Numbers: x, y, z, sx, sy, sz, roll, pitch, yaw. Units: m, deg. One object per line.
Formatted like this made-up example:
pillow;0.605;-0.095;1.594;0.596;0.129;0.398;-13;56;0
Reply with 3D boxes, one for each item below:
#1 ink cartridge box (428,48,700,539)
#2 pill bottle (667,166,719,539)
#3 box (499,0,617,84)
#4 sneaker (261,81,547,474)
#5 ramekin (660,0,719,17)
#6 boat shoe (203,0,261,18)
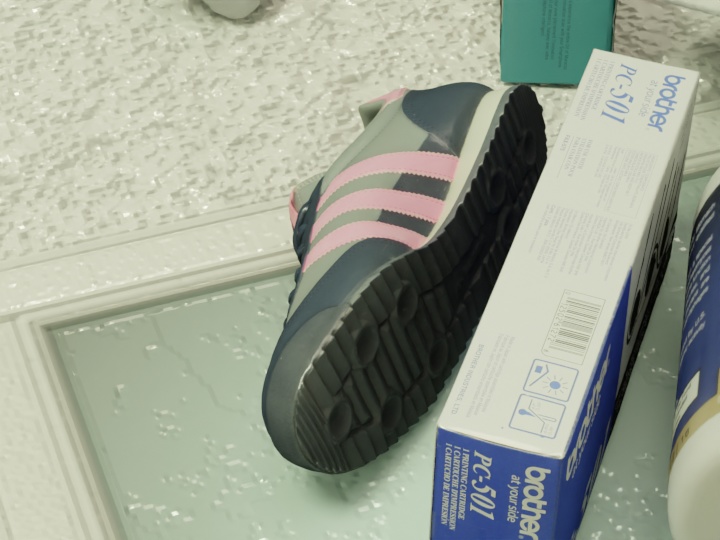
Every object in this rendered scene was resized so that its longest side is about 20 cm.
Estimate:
ink cartridge box;0.073;0.021;0.760;0.044;0.094;0.201;14;45;13
pill bottle;0.167;0.016;0.756;0.110;0.112;0.201;8;43;6
box;0.088;-0.176;0.978;0.049;0.083;0.201;2;43;2
sneaker;0.000;0.000;0.812;0.082;0.071;0.200;6;38;29
ramekin;0.217;-0.136;0.861;0.199;0.098;0.201;11;10;-2
boat shoe;-0.070;-0.195;1.005;0.073;0.065;0.201;-19;46;24
